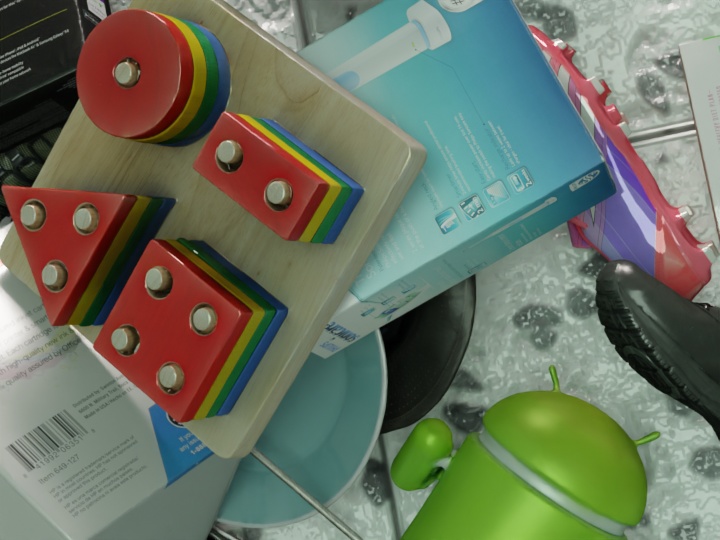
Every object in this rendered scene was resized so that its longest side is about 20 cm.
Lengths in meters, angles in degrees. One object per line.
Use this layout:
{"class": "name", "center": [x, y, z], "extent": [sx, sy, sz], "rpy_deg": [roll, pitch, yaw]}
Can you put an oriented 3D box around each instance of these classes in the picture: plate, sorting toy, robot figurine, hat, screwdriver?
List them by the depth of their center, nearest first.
{"class": "sorting toy", "center": [-0.101, -0.035, 0.892], "extent": [0.199, 0.070, 0.200], "rpy_deg": [38, 107, 24]}
{"class": "screwdriver", "center": [-0.069, 0.102, 1.008], "extent": [0.200, 0.028, 0.029], "rpy_deg": [35, 139, 21]}
{"class": "robot figurine", "center": [0.095, 0.161, 1.015], "extent": [0.175, 0.116, 0.200], "rpy_deg": [33, 95, 4]}
{"class": "plate", "center": [-0.070, 0.060, 1.034], "extent": [0.200, 0.026, 0.200], "rpy_deg": [4, 100, 25]}
{"class": "hat", "center": [0.000, 0.000, 1.050], "extent": [0.200, 0.081, 0.201], "rpy_deg": [4, 98, 24]}

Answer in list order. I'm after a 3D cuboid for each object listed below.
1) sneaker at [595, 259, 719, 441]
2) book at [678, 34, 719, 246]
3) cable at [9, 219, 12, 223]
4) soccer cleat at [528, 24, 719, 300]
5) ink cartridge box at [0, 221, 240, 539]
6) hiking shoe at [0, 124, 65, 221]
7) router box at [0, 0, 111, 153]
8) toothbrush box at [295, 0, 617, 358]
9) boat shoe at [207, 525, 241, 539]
{"class": "sneaker", "center": [0.224, 0.052, 1.004], "extent": [0.200, 0.076, 0.091], "rpy_deg": [41, 86, -16]}
{"class": "book", "center": [0.306, -0.096, 1.014], "extent": [0.200, 0.048, 0.134], "rpy_deg": [-11, 83, 11]}
{"class": "cable", "center": [-0.167, 0.034, 1.105], "extent": [0.163, 0.051, 0.200], "rpy_deg": [-14, 87, 11]}
{"class": "soccer cleat", "center": [0.144, -0.060, 1.038], "extent": [0.076, 0.067, 0.200], "rpy_deg": [-36, 85, 14]}
{"class": "ink cartridge box", "center": [-0.196, 0.100, 0.992], "extent": [0.200, 0.147, 0.145], "rpy_deg": [42, 137, 17]}
{"class": "hiking shoe", "center": [-0.235, -0.069, 1.109], "extent": [0.200, 0.076, 0.101], "rpy_deg": [-4, 84, 21]}
{"class": "router box", "center": [-0.255, -0.143, 1.062], "extent": [0.200, 0.051, 0.149], "rpy_deg": [-22, 64, 16]}
{"class": "toothbrush box", "center": [0.021, -0.063, 0.941], "extent": [0.200, 0.085, 0.147], "rpy_deg": [-31, 75, 6]}
{"class": "boat shoe", "center": [-0.108, 0.195, 1.086], "extent": [0.200, 0.057, 0.067], "rpy_deg": [33, 95, 10]}
